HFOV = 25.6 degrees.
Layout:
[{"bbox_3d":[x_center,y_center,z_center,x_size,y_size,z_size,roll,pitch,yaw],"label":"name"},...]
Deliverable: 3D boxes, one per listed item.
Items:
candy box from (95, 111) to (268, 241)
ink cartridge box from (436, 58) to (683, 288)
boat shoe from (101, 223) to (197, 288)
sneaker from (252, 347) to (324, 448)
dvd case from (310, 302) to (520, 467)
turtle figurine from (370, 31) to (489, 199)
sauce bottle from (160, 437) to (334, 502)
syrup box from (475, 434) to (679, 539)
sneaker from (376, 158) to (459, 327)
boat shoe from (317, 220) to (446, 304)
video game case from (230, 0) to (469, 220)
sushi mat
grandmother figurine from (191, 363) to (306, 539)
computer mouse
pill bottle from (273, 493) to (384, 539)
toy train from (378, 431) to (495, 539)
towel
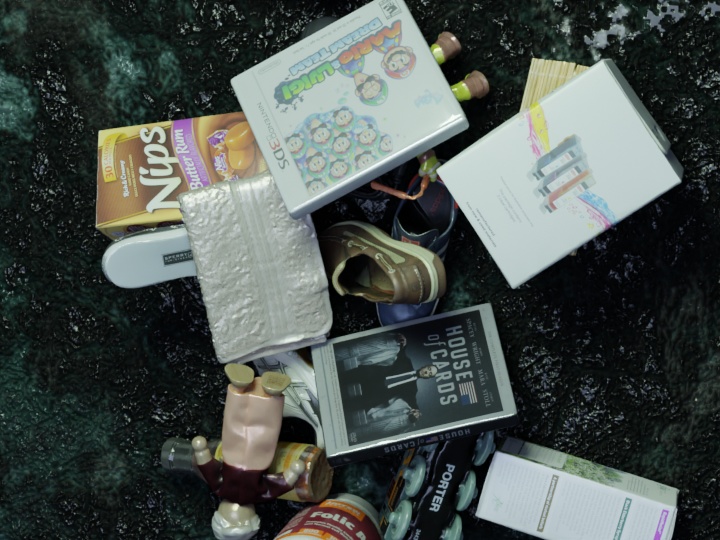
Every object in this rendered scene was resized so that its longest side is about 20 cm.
[{"bbox_3d":[-0.185,-0.102,1.725,0.200,0.056,0.117,-7,71,15],"label":"candy box"},{"bbox_3d":[0.205,-0.102,1.596,0.200,0.145,0.145,-32,91,14],"label":"ink cartridge box"},{"bbox_3d":[-0.176,-0.022,1.686,0.200,0.066,0.070,-11,110,-11],"label":"boat shoe"},{"bbox_3d":[-0.087,0.117,1.744,0.200,0.076,0.088,40,104,5],"label":"sneaker"},{"bbox_3d":[0.054,0.118,1.656,0.200,0.150,0.025,-14,140,4],"label":"dvd case"},{"bbox_3d":[0.041,-0.183,1.646,0.161,0.064,0.200,-35,72,-15],"label":"turtle figurine"},{"bbox_3d":[-0.129,0.216,1.759,0.200,0.066,0.066,2,99,26],"label":"sauce bottle"},{"bbox_3d":[0.232,0.247,1.687,0.200,0.079,0.081,17,101,10],"label":"syrup box"},{"bbox_3d":[0.056,-0.020,1.686,0.075,0.085,0.200,15,101,10],"label":"sneaker"},{"bbox_3d":[-0.001,-0.006,1.654,0.202,0.075,0.075,12,116,53],"label":"boat shoe"},{"bbox_3d":[-0.014,-0.170,1.608,0.200,0.024,0.182,-28,61,6],"label":"video game case"},{"bbox_3d":[0.205,-0.120,1.674,0.096,0.012,0.200,15,101,10],"label":"sushi mat"},{"bbox_3d":[-0.119,0.203,1.684,0.121,0.061,0.200,16,111,9],"label":"grandmother figurine"},{"bbox_3d":[-0.012,-0.168,1.701,0.140,0.046,0.200,10,100,13],"label":"computer mouse"},{"bbox_3d":[-0.039,0.311,1.696,0.114,0.200,0.114,2,99,12],"label":"pill bottle"},{"bbox_3d":[0.079,0.216,1.700,0.085,0.114,0.200,16,100,-14],"label":"toy train"},{"bbox_3d":[-0.106,-0.003,1.653,0.132,0.034,0.200,-16,110,-8],"label":"towel"}]
